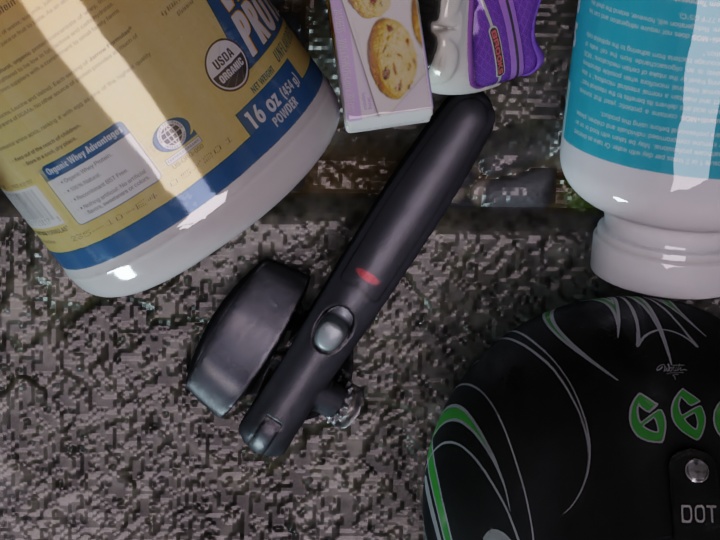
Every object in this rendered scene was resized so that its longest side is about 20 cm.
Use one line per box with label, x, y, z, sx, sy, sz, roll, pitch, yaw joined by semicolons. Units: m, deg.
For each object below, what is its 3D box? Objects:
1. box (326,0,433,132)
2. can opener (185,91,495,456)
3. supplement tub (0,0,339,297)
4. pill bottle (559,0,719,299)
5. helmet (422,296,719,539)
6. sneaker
box;-0.002;-0.161;1.241;0.041;0.039;0.201;-7;85;-2
can opener;0.000;0.000;1.318;0.079;0.063;0.200;35;103;-13
supplement tub;-0.118;-0.105;1.234;0.144;0.145;0.200;-34;107;7
pill bottle;0.149;-0.092;1.273;0.110;0.111;0.201;5;107;-5
helmet;0.118;0.107;1.287;0.199;0.191;0.201;-5;132;-5
sneaker;0.057;-0.180;1.271;0.083;0.081;0.201;-6;110;-27
